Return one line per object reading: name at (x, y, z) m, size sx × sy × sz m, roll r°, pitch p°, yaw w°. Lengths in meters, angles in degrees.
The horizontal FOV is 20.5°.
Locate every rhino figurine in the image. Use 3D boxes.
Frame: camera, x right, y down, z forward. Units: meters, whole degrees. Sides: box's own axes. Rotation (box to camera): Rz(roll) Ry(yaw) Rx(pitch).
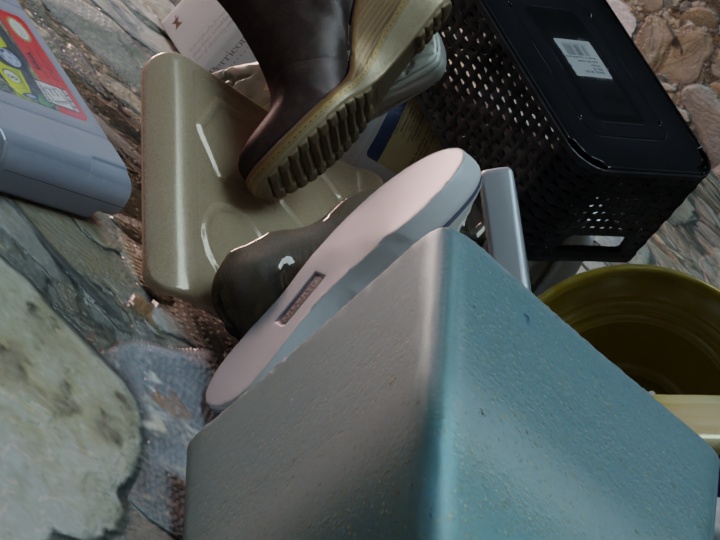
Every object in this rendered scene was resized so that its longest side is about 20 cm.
rhino figurine at (0.000, 0.000, 1.172) m, size 0.060 × 0.200 × 0.088 m, roll 1°, pitch -66°, yaw 64°

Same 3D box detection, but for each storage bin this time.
storage bin at (0.129, -0.111, 1.361) m, size 0.135 × 0.094 × 0.200 m, roll 0°, pitch 51°, yaw -40°

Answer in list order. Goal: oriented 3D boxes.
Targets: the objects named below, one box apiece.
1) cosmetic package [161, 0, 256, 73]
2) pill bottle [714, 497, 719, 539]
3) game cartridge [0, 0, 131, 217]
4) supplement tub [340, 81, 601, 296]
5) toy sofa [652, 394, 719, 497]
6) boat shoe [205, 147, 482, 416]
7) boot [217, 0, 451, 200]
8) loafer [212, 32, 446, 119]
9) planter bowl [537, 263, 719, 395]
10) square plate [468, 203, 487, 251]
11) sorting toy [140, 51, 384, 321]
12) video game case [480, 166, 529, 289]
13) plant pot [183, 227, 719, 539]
cosmetic package at (-0.051, -0.174, 1.584) m, size 0.200 × 0.102 × 0.074 m, roll 23°, pitch 26°, yaw -50°
pill bottle at (0.186, 0.224, 1.029) m, size 0.111 × 0.201 × 0.111 m, roll 7°, pitch 3°, yaw 0°
game cartridge at (-0.223, -0.119, 1.158) m, size 0.133 × 0.041 × 0.200 m, roll 12°, pitch 37°, yaw -55°
supplement tub at (0.062, -0.057, 1.446) m, size 0.200 × 0.145 × 0.144 m, roll 30°, pitch 20°, yaw -12°
toy sofa at (0.207, 0.179, 1.182) m, size 0.083 × 0.201 × 0.098 m, roll 2°, pitch 24°, yaw -12°
boat shoe at (0.005, 0.022, 1.104) m, size 0.070 × 0.200 × 0.071 m, roll 45°, pitch -9°, yaw -24°
boot at (-0.058, -0.153, 1.271) m, size 0.166 × 0.200 × 0.072 m, roll 35°, pitch -23°, yaw 13°
loafer at (-0.031, -0.118, 1.347) m, size 0.070 × 0.200 × 0.070 m, roll 40°, pitch 41°, yaw -56°
planter bowl at (0.176, 0.103, 1.302) m, size 0.200 × 0.200 × 0.083 m, roll 49°, pitch -12°, yaw 11°
square plate at (0.065, 0.042, 1.305) m, size 0.200 × 0.028 × 0.199 m, roll -36°, pitch 106°, yaw -58°
sorting toy at (-0.060, -0.024, 1.255) m, size 0.200 × 0.036 × 0.186 m, roll 27°, pitch 44°, yaw -37°
video game case at (0.096, 0.066, 1.166) m, size 0.182 × 0.022 × 0.201 m, roll 70°, pitch 14°, yaw -68°
plant pot at (0.036, 0.145, 0.909) m, size 0.196 × 0.196 × 0.200 m, roll 40°, pitch 28°, yaw -18°
